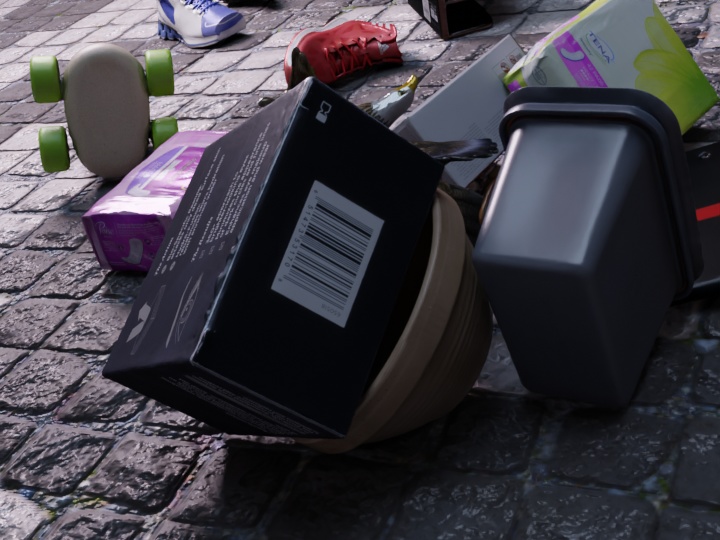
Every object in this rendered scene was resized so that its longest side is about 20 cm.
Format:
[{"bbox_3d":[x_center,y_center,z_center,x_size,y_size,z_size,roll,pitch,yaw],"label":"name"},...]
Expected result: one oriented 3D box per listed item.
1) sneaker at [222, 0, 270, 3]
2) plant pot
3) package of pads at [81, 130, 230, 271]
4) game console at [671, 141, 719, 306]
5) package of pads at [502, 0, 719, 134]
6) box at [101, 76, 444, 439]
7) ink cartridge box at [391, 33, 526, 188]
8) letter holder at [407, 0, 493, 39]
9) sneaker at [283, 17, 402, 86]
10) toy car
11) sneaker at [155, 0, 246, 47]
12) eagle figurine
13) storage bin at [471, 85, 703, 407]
[{"bbox_3d":[-0.207,-0.488,1.833,0.079,0.076,0.200,-35,28,-10],"label":"sneaker"},{"bbox_3d":[0.030,0.043,0.753,0.201,0.092,0.202,-49,26,33],"label":"plant pot"},{"bbox_3d":[-0.183,-0.077,1.102,0.119,0.076,0.200,1,33,26],"label":"package of pads"},{"bbox_3d":[0.318,-0.050,0.858,0.198,0.031,0.178,-17,38,19],"label":"game console"},{"bbox_3d":[0.241,-0.176,1.016,0.200,0.155,0.068,-37,3,-37],"label":"package of pads"},{"bbox_3d":[-0.065,0.002,0.729,0.199,0.117,0.198,-14,51,60],"label":"box"},{"bbox_3d":[0.071,-0.115,1.026,0.200,0.084,0.175,-43,5,-41],"label":"ink cartridge box"},{"bbox_3d":[0.152,-0.425,1.535,0.141,0.101,0.200,-14,30,-5],"label":"letter holder"},{"bbox_3d":[-0.014,-0.291,1.397,0.114,0.079,0.200,2,35,28],"label":"sneaker"},{"bbox_3d":[-0.316,-0.208,1.325,0.162,0.160,0.200,-6,16,-11],"label":"toy car"},{"bbox_3d":[-0.279,-0.431,1.702,0.080,0.116,0.198,-34,36,-31],"label":"sneaker"},{"bbox_3d":[0.009,-0.091,0.847,0.200,0.152,0.151,44,30,22],"label":"eagle figurine"},{"bbox_3d":[0.143,-0.008,0.735,0.144,0.201,0.135,8,54,31],"label":"storage bin"}]
